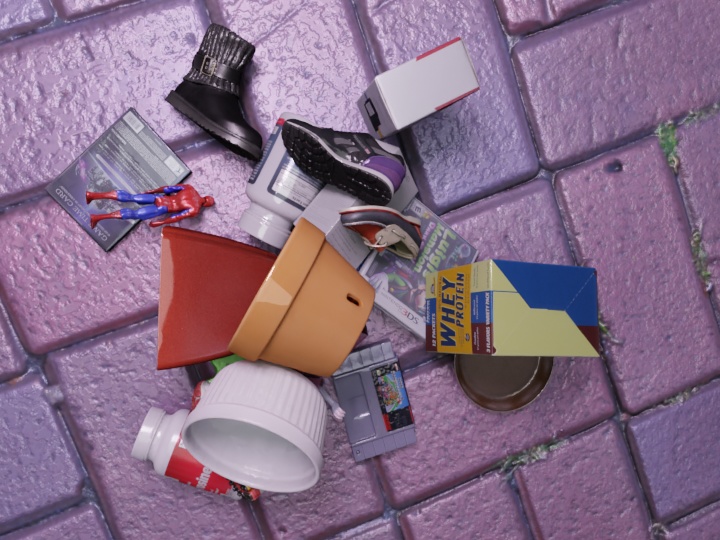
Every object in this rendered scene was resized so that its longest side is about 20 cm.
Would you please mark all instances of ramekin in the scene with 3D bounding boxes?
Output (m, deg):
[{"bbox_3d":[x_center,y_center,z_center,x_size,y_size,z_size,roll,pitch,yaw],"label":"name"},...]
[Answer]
[{"bbox_3d":[-0.139,0.217,0.748,0.197,0.106,0.202,9,135,9],"label":"ramekin"}]

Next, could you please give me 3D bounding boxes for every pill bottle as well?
[{"bbox_3d":[-0.277,0.306,0.905,0.197,0.112,0.114,22,92,-9],"label":"pill bottle"},{"bbox_3d":[-0.122,-0.145,0.881,0.118,0.120,0.202,27,92,-9],"label":"pill bottle"}]

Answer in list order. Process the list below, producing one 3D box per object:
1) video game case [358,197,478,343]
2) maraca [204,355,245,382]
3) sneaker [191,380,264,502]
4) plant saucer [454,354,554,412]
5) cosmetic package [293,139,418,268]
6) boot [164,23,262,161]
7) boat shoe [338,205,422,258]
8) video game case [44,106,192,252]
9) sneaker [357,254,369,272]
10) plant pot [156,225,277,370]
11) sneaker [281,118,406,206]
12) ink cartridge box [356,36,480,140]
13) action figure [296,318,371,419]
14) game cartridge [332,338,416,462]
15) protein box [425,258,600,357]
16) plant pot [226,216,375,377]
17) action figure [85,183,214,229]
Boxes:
[{"bbox_3d":[0.102,-0.004,0.929,0.181,0.023,0.202,36,71,-17],"label":"video game case"},{"bbox_3d":[-0.170,0.201,0.911,0.197,0.107,0.139,18,73,-7],"label":"maraca"},{"bbox_3d":[-0.204,0.264,0.852,0.082,0.078,0.201,-30,85,-38],"label":"sneaker"},{"bbox_3d":[0.269,0.166,1.002,0.196,0.032,0.204,-1,94,-7],"label":"plant saucer"},{"bbox_3d":[-0.003,-0.107,0.879,0.201,0.081,0.113,-51,141,-10],"label":"cosmetic package"},{"bbox_3d":[-0.206,-0.290,0.851,0.210,0.079,0.159,37,91,15],"label":"boot"},{"bbox_3d":[0.036,-0.060,0.825,0.070,0.199,0.064,2,86,35],"label":"boat shoe"},{"bbox_3d":[-0.407,-0.153,0.895,0.200,0.019,0.143,-43,98,-1],"label":"video game case"},{"bbox_3d":[0.000,0.000,0.931,0.075,0.077,0.201,37,88,-7],"label":"sneaker"},{"bbox_3d":[-0.231,0.037,0.856,0.173,0.199,0.204,3,95,-19],"label":"plant pot"},{"bbox_3d":[-0.024,-0.178,0.805,0.198,0.076,0.088,32,56,4],"label":"sneaker"},{"bbox_3d":[0.085,-0.283,0.855,0.144,0.200,0.084,-27,101,-3],"label":"ink cartridge box"},{"bbox_3d":[-0.074,0.137,0.831,0.148,0.134,0.202,33,91,-18],"label":"action figure"},{"bbox_3d":[0.024,0.239,0.978,0.128,0.038,0.203,-15,97,-1],"label":"game cartridge"},{"bbox_3d":[0.235,0.067,0.854,0.195,0.200,0.138,4,82,-20],"label":"protein box"},{"bbox_3d":[-0.071,0.051,0.716,0.139,0.200,0.202,31,91,-7],"label":"plant pot"},{"bbox_3d":[-0.335,-0.107,0.864,0.197,0.052,0.066,-10,74,-31],"label":"action figure"}]
